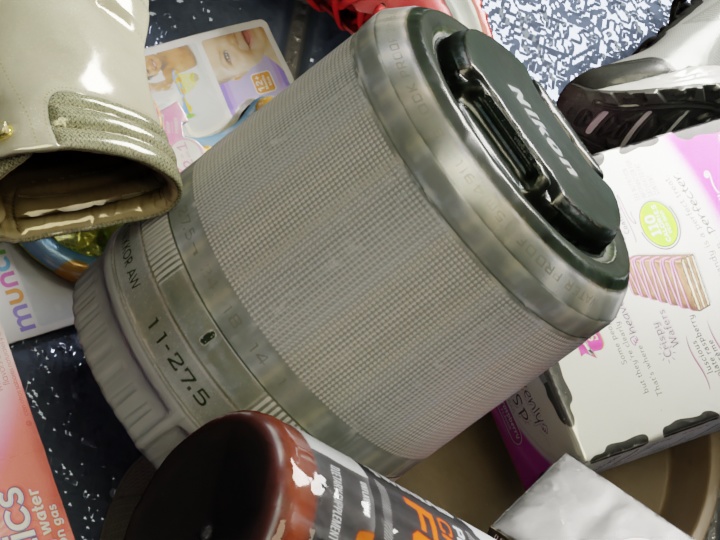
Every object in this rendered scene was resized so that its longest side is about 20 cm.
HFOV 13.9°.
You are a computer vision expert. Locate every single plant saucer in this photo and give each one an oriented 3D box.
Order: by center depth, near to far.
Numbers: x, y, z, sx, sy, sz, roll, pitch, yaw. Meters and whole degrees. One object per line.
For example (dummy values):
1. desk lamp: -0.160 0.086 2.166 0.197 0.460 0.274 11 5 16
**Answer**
1. plant saucer: 0.076 0.071 1.368 0.200 0.029 0.201 9 66 -22

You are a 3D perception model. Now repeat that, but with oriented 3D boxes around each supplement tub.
1. supplement tub: 0.007 0.140 1.178 0.200 0.107 0.107 30 58 -32

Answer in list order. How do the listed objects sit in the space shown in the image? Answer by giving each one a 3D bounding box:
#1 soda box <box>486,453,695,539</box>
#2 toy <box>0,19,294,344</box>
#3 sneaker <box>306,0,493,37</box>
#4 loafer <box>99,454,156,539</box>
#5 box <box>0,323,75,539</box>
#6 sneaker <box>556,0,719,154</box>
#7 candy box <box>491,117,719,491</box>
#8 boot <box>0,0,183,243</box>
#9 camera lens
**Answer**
1. soda box: 0.143 0.167 1.259 0.200 0.063 0.071 34 41 16
2. toy: -0.100 -0.048 1.322 0.200 0.047 0.115 -17 76 -31
3. sneaker: -0.023 -0.134 1.391 0.115 0.078 0.200 -21 67 -22
4. loafer: -0.067 0.165 1.230 0.063 0.072 0.200 38 32 -39
5. box: -0.169 0.133 1.181 0.095 0.103 0.200 -13 77 -29
6. sneaker: 0.170 -0.106 1.469 0.200 0.074 0.079 -19 69 -37
7. candy box: 0.143 0.010 1.374 0.200 0.061 0.137 -16 77 -31
8. boot: -0.175 -0.088 1.199 0.200 0.072 0.155 3 52 -21
9. camera lens: 0.000 0.000 1.234 0.160 0.200 0.160 46 19 -20
